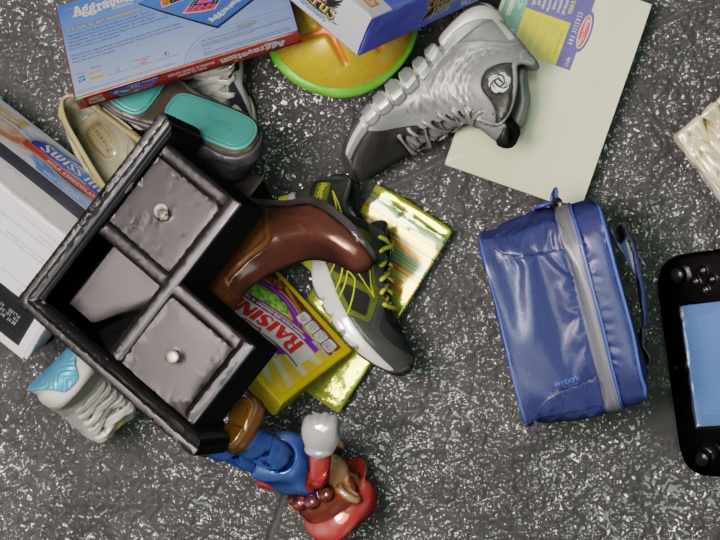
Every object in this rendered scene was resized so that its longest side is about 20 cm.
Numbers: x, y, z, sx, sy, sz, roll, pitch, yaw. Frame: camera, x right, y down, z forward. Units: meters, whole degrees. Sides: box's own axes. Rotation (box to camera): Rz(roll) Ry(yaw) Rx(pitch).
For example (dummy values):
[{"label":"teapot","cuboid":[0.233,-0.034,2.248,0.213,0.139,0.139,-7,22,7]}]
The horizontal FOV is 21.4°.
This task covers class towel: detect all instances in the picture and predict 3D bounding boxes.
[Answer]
[{"label":"towel","cuboid":[-0.001,0.025,1.754,0.086,0.018,0.200,33,94,11]}]

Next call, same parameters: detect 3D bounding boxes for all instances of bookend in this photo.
[{"label":"bookend","cuboid":[-0.139,0.013,1.566,0.200,0.092,0.199,40,95,12]}]

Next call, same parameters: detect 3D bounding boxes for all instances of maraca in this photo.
[{"label":"maraca","cuboid":[-0.007,-0.243,1.714,0.137,0.107,0.201,25,68,1]}]

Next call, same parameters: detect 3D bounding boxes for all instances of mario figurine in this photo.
[{"label":"mario figurine","cuboid":[-0.058,0.161,1.694,0.106,0.123,0.200,-51,129,2]}]

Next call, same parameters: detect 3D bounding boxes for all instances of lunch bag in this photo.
[{"label":"lunch bag","cuboid":[0.184,0.027,1.667,0.132,0.136,0.201,-14,95,5]}]

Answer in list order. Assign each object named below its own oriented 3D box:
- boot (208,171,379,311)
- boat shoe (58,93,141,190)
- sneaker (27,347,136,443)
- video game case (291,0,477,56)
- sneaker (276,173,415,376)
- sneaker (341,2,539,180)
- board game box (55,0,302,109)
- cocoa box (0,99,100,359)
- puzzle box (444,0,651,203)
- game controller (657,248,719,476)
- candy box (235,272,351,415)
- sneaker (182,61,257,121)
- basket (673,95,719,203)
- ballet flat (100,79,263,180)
[{"label":"boot","cuboid":[-0.104,0.019,1.639,0.188,0.069,0.200,27,71,21]},{"label":"boat shoe","cuboid":[-0.198,-0.082,1.669,0.073,0.063,0.201,-40,59,0]},{"label":"sneaker","cuboid":[-0.239,0.106,1.688,0.077,0.200,0.081,-44,87,-5]},{"label":"video game case","cuboid":[0.003,-0.283,1.652,0.181,0.200,0.046,42,134,18]},{"label":"sneaker","cuboid":[0.000,0.000,1.705,0.084,0.074,0.200,-34,79,9]},{"label":"sneaker","cuboid":[0.079,-0.132,1.691,0.200,0.075,0.116,-48,67,13]},{"label":"board game box","cuboid":[-0.158,-0.212,1.639,0.199,0.019,0.103,-16,62,1]},{"label":"cocoa box","cuboid":[-0.320,-0.045,1.715,0.200,0.131,0.134,38,116,5]},{"label":"puzzle box","cuboid":[0.171,-0.168,1.729,0.133,0.025,0.201,20,92,7]},{"label":"game controller","cuboid":[0.324,0.081,1.690,0.104,0.042,0.201,-8,90,41]},{"label":"candy box","cuboid":[-0.109,0.030,1.722,0.200,0.026,0.102,46,53,9]},{"label":"sneaker","cuboid":[-0.140,-0.179,1.712,0.079,0.130,0.200,3,90,8]},{"label":"basket","cuboid":[0.372,-0.082,1.654,0.123,0.136,0.200,-36,86,9]},{"label":"ballet flat","cuboid":[-0.173,-0.139,1.674,0.200,0.073,0.073,30,93,13]}]
